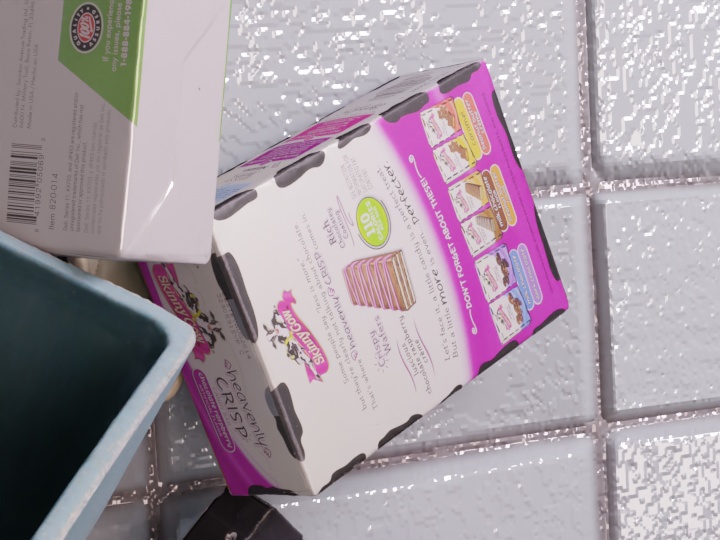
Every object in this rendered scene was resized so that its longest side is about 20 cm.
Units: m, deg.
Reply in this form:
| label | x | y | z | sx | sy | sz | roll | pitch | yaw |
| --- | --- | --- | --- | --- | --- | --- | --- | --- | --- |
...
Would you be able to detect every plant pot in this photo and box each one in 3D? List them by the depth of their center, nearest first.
| label | x | y | z | sx | sy | sz | roll | pitch | yaw |
| --- | --- | --- | --- | --- | --- | --- | --- | --- | --- |
| plant pot | -0.208 | 0.101 | 0.754 | 0.196 | 0.196 | 0.200 | 25 | 121 | 2 |

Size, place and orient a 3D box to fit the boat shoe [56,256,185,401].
| label | x | y | z | sx | sy | sz | roll | pitch | yaw |
| --- | --- | --- | --- | --- | --- | --- | --- | --- | --- |
| boat shoe | -0.114 | -0.037 | 0.905 | 0.071 | 0.063 | 0.200 | -10 | 97 | -22 |

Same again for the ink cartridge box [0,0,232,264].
| label | x | y | z | sx | sy | sz | roll | pitch | yaw |
| --- | --- | --- | --- | --- | --- | --- | --- | --- | --- |
| ink cartridge box | -0.158 | -0.069 | 0.844 | 0.067 | 0.200 | 0.117 | 2 | 94 | -61 |

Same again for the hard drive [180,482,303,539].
| label | x | y | z | sx | sy | sz | roll | pitch | yaw |
| --- | --- | --- | --- | --- | --- | --- | --- | --- | --- |
| hard drive | -0.079 | 0.213 | 0.928 | 0.200 | 0.038 | 0.140 | -53 | 137 | -13 |

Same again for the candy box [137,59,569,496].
| label | x | y | z | sx | sy | sz | roll | pitch | yaw |
| --- | --- | --- | --- | --- | --- | --- | --- | --- | --- |
| candy box | 0.000 | 0.000 | 0.929 | 0.200 | 0.061 | 0.136 | -32 | 108 | -42 |
